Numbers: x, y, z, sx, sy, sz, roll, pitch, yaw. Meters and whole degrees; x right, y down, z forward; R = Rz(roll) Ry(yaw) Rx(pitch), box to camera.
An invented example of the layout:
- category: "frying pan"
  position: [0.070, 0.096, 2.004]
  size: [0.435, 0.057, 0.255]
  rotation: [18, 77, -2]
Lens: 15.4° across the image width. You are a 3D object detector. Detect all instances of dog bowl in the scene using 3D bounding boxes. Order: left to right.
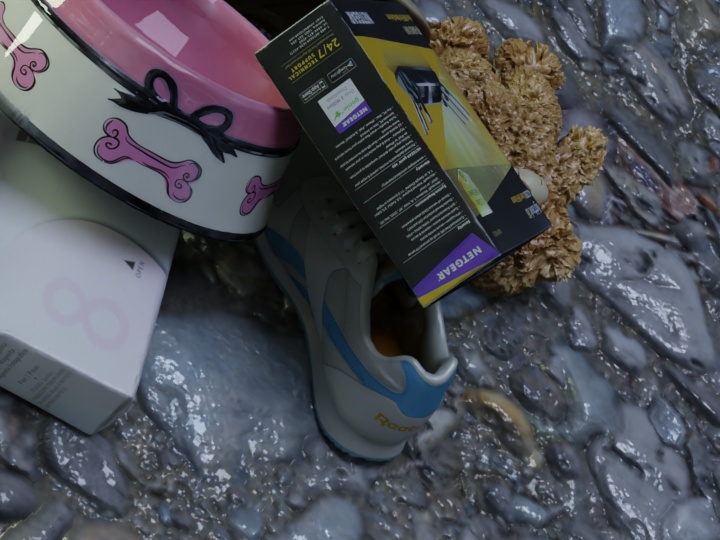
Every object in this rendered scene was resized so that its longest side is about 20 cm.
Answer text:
- category: "dog bowl"
  position: [-0.113, -0.105, 1.403]
  size: [0.200, 0.074, 0.200]
  rotation: [32, 18, -12]

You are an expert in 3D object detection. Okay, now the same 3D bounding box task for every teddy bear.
- category: "teddy bear"
  position: [0.084, -0.079, 1.609]
  size: [0.145, 0.067, 0.200]
  rotation: [33, 41, -11]

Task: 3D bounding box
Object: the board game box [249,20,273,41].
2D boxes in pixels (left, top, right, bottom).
- category: "board game box"
  position: [-0.074, -0.225, 1.628]
  size: [0.120, 0.032, 0.201]
  rotation: [28, 43, -26]

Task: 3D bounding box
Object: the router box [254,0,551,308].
- category: "router box"
  position: [0.028, -0.067, 1.435]
  size: [0.158, 0.052, 0.200]
  rotation: [56, 12, 2]

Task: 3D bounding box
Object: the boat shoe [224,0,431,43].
- category: "boat shoe"
  position: [-0.042, -0.171, 1.536]
  size: [0.199, 0.072, 0.065]
  rotation: [20, 39, -35]

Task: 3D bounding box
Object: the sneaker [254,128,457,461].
- category: "sneaker"
  position: [0.000, 0.000, 1.462]
  size: [0.076, 0.081, 0.201]
  rotation: [1, 56, -37]

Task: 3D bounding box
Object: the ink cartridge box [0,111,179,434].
- category: "ink cartridge box"
  position: [-0.191, -0.028, 1.351]
  size: [0.200, 0.057, 0.163]
  rotation: [33, 42, -21]
